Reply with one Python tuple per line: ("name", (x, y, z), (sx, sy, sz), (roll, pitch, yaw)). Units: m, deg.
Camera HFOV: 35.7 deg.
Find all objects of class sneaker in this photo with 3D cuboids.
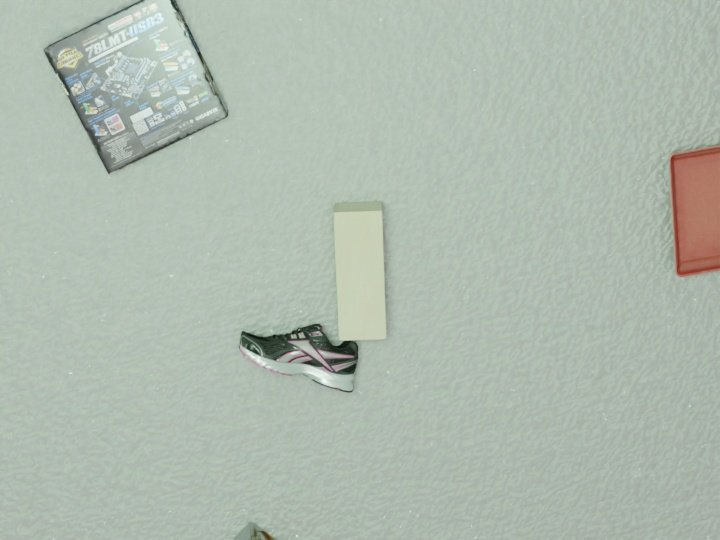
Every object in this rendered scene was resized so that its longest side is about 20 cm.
("sneaker", (-0.093, 0.119, 1.740), (0.198, 0.080, 0.087), (17, 92, -19))

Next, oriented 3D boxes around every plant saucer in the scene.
("plant saucer", (0.579, -0.105, 1.764), (0.197, 0.037, 0.202), (-10, 108, -4))

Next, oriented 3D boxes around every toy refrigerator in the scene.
("toy refrigerator", (0.000, 0.000, 1.712), (0.075, 0.070, 0.202), (-2, 106, 1))

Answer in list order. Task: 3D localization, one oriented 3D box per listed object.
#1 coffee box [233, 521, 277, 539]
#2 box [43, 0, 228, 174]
("coffee box", (-0.125, 0.516, 1.822), (0.200, 0.114, 0.080), (40, 98, -17))
("box", (-0.319, -0.271, 1.605), (0.198, 0.050, 0.200), (-26, 107, 2))
